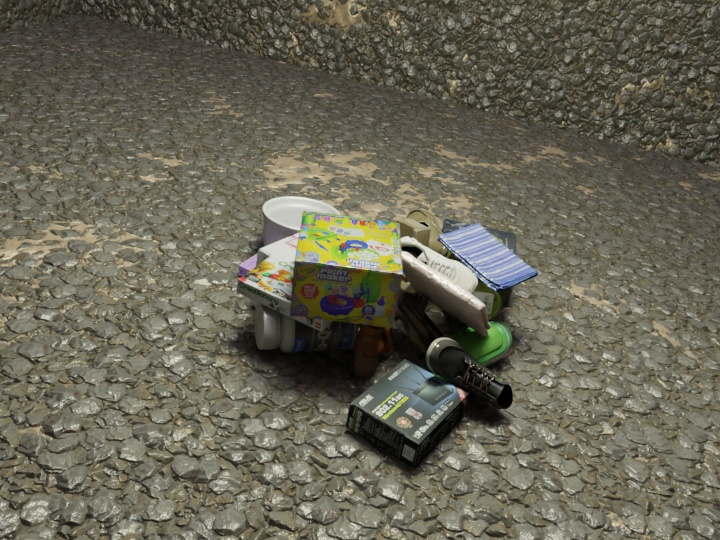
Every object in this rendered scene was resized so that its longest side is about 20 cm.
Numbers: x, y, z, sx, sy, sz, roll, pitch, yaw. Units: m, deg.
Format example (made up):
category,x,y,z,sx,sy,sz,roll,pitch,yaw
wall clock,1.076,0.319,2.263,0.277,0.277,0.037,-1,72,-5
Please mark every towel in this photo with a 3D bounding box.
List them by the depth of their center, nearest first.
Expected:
category,x,y,z,sx,sy,sz,roll,pitch,yaw
towel,0.173,0.049,1.492,0.199,0.032,0.191,33,-8,23
towel,0.280,-0.034,1.630,0.143,0.024,0.200,-18,49,-37

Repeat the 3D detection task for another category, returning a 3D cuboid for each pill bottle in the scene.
category,x,y,z,sx,sy,sz,roll,pitch,yaw
pill bottle,-0.112,0.109,1.512,0.196,0.116,0.114,-1,30,-21

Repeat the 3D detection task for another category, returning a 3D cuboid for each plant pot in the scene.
category,x,y,z,sx,sy,sz,roll,pitch,yaw
plant pot,0.265,0.031,1.685,0.183,0.190,0.201,10,21,-1

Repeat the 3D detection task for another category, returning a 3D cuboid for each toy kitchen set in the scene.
category,x,y,z,sx,sy,sz,roll,pitch,yaw
toy kitchen set,0.085,0.015,1.642,0.178,0.204,0.162,-11,28,-35

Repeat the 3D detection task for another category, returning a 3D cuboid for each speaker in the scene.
category,x,y,z,sx,sy,sz,roll,pitch,yaw
speaker,0.233,0.169,1.560,0.198,0.090,0.088,-17,39,-41

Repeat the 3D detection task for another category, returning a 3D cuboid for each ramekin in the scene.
category,x,y,z,sx,sy,sz,roll,pitch,yaw
ramekin,-0.148,-0.099,1.828,0.196,0.099,0.201,8,27,-4

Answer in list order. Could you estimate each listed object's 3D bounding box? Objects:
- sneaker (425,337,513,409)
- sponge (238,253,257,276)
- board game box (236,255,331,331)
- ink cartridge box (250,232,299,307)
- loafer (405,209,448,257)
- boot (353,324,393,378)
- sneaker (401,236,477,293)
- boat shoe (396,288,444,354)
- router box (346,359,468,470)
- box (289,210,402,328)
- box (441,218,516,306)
category,x,y,z,sx,sy,sz,roll,pitch,yaw
sneaker,0.213,0.195,1.412,0.199,0.076,0.106,35,-8,-40
sponge,-0.197,-0.018,1.800,0.110,0.030,0.200,21,30,18
board game box,-0.129,0.042,1.468,0.197,0.035,0.126,23,32,17
ink cartridge box,-0.144,0.003,1.658,0.084,0.147,0.199,28,32,27
loafer,0.150,-0.096,1.775,0.067,0.077,0.201,27,16,-31
boot,0.034,0.106,1.523,0.075,0.158,0.200,18,29,14
sneaker,0.155,-0.007,1.569,0.198,0.076,0.081,28,-1,10
boat shoe,0.112,0.079,1.577,0.073,0.202,0.075,-30,9,9
router box,0.089,0.258,1.367,0.148,0.063,0.199,25,31,26
box,-0.026,-0.006,1.419,0.196,0.124,0.194,7,31,-3
box,0.293,-0.025,1.898,0.196,0.119,0.197,12,28,4
